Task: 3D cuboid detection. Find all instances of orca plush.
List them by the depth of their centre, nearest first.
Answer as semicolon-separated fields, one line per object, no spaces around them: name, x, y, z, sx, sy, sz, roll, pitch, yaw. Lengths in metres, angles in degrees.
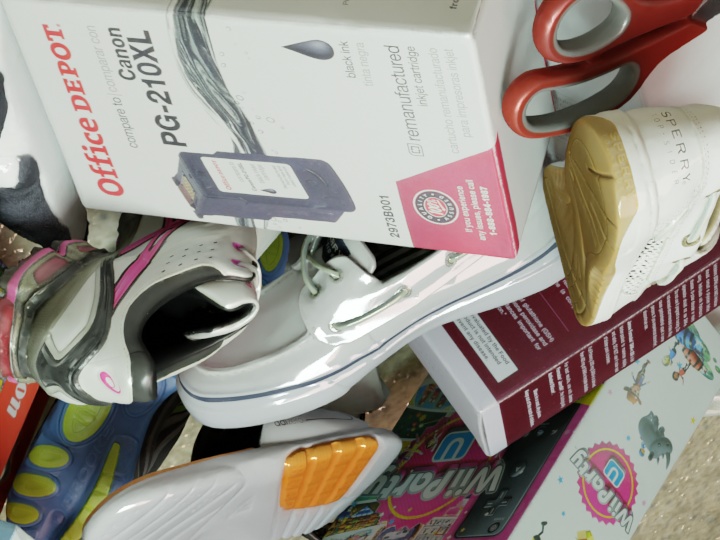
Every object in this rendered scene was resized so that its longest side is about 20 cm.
orca plush;-0.163;-0.080;1.155;0.200;0.071;0.106;70;33;-60

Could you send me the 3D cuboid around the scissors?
scissors;0.139;-0.105;1.091;0.199;0.014;0.073;-20;135;-31

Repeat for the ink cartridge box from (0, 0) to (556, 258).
ink cartridge box;-0.031;-0.088;1.111;0.199;0.085;0.145;7;145;17

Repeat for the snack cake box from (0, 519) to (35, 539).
snack cake box;-0.215;0.145;1.213;0.115;0.199;0.067;49;59;-51

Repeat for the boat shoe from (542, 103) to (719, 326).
boat shoe;0.119;-0.024;1.110;0.069;0.071;0.200;-16;172;-5

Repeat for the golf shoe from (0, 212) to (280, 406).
golf shoe;-0.074;0.004;1.191;0.200;0.092;0.073;-42;141;-45

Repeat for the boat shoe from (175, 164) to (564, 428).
boat shoe;0.000;0.000;1.224;0.199;0.074;0.067;-27;134;-1

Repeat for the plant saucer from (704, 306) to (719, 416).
plant saucer;0.200;0.039;1.446;0.199;0.050;0.200;-8;160;-3

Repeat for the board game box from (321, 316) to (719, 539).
board game box;0.077;0.099;1.342;0.064;0.147;0.200;49;56;-24

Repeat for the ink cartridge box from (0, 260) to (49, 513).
ink cartridge box;-0.186;0.052;1.213;0.200;0.050;0.109;54;50;-51

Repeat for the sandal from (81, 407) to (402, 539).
sandal;-0.060;0.088;1.274;0.206;0.059;0.079;-3;142;-51

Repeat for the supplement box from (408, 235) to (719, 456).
supplement box;0.112;-0.014;1.291;0.200;0.109;0.061;-32;155;-7

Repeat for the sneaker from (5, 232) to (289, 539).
sneaker;-0.107;0.049;1.303;0.071;0.083;0.200;33;95;-6

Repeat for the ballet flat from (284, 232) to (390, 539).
ballet flat;-0.016;0.066;1.376;0.068;0.068;0.201;-19;138;-16

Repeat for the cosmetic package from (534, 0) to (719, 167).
cosmetic package;0.142;-0.155;1.181;0.199;0.123;0.200;-47;143;-19
